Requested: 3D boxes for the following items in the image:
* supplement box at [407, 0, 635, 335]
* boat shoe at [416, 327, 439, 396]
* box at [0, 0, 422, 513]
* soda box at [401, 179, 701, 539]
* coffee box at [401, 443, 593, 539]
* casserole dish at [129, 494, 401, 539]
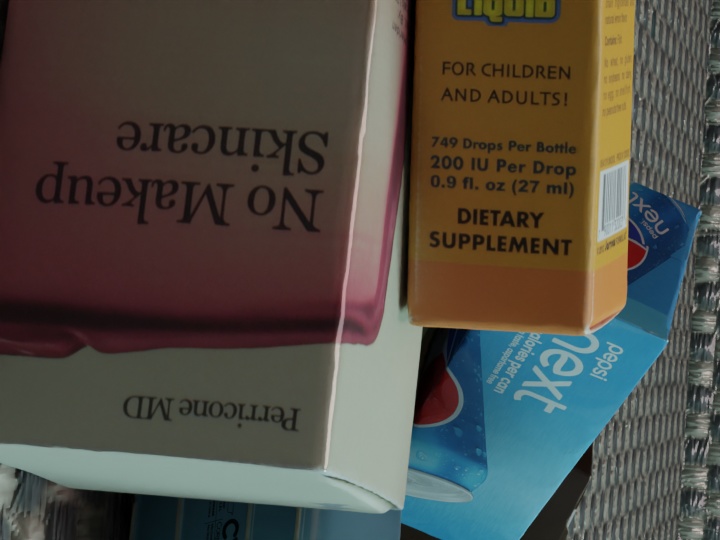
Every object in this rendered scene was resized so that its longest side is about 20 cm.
[{"bbox_3d":[0.054,-0.082,0.804,0.069,0.066,0.201,-16,108,-72],"label":"supplement box"},{"bbox_3d":[-0.001,0.000,0.974,0.201,0.063,0.073,-70,-160,2],"label":"boat shoe"},{"bbox_3d":[-0.047,-0.028,0.808,0.109,0.127,0.201,43,51,-72],"label":"box"},{"bbox_3d":[0.063,0.039,0.971,0.200,0.068,0.064,117,-6,-55],"label":"soda box"},{"bbox_3d":[0.048,0.091,1.175,0.080,0.114,0.200,-65,178,8],"label":"coffee box"},{"bbox_3d":[-0.040,0.081,0.905,0.039,0.121,0.201,28,54,-40],"label":"casserole dish"}]
